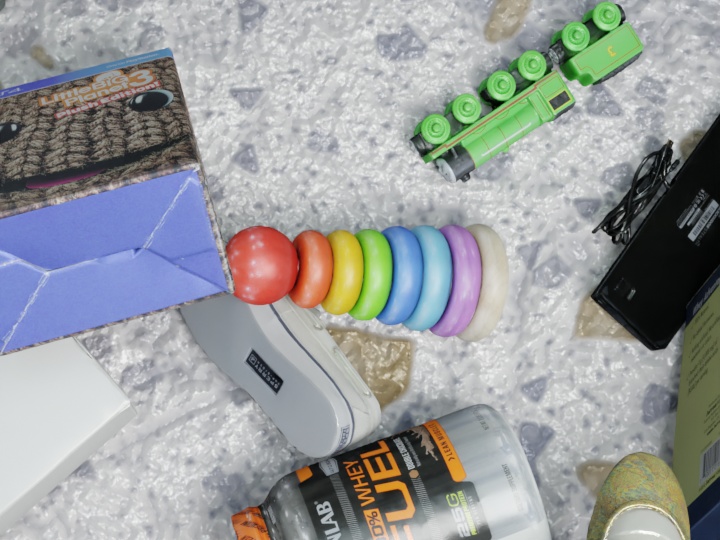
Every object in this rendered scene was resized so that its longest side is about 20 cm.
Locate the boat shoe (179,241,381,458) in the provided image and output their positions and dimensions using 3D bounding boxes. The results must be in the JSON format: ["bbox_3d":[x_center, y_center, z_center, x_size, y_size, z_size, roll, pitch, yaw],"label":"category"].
[{"bbox_3d":[-0.058,0.048,1.133,0.200,0.070,0.071,46,123,25],"label":"boat shoe"}]

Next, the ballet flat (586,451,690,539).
[{"bbox_3d":[0.165,0.208,0.963,0.070,0.071,0.202,16,77,0],"label":"ballet flat"}]

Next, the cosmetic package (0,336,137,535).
[{"bbox_3d":[-0.263,0.123,1.094,0.200,0.085,0.108,-40,84,-11],"label":"cosmetic package"}]

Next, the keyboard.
[{"bbox_3d":[0.240,-0.047,1.191,0.104,0.040,0.201,42,77,-18],"label":"keyboard"}]

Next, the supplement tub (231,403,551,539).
[{"bbox_3d":[0.020,0.178,1.079,0.198,0.123,0.123,-20,80,-7],"label":"supplement tub"}]

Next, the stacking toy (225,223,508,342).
[{"bbox_3d":[0.000,0.000,1.105,0.198,0.085,0.086,6,77,-22],"label":"stacking toy"}]

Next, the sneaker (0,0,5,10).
[{"bbox_3d":[-0.307,-0.289,1.179,0.073,0.082,0.202,-18,79,-5],"label":"sneaker"}]

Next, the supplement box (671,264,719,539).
[{"bbox_3d":[0.304,0.080,1.047,0.133,0.200,0.201,15,59,-4],"label":"supplement box"}]

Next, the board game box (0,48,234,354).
[{"bbox_3d":[-0.183,-0.052,1.063,0.158,0.200,0.098,-15,120,-5],"label":"board game box"}]

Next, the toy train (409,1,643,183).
[{"bbox_3d":[0.127,-0.133,1.193,0.199,0.042,0.057,-34,93,-9],"label":"toy train"}]
